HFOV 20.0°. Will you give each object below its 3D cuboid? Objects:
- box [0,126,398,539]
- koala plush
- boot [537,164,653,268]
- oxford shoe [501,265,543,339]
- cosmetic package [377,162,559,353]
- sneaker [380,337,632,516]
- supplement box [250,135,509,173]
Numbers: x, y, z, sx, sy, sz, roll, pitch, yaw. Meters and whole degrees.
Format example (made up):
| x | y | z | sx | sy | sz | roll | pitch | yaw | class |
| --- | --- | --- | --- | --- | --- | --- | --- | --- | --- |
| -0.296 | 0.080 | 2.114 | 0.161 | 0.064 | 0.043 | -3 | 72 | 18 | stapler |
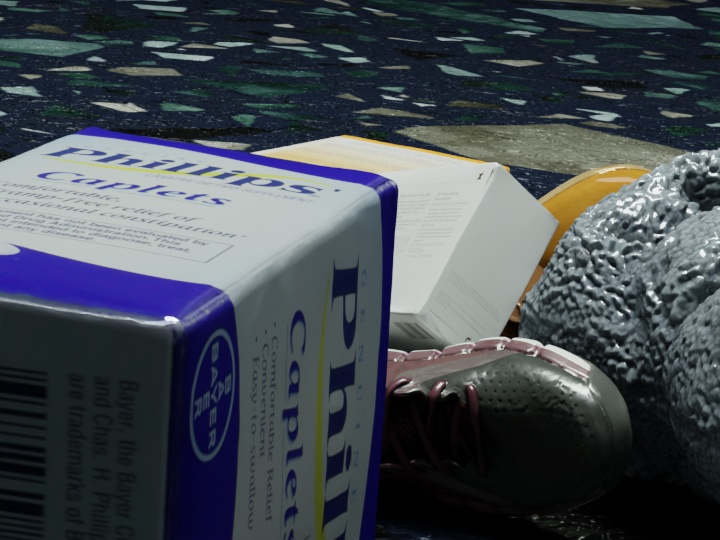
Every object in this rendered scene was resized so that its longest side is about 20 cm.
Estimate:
| x | y | z | sx | sy | sz | roll | pitch | yaw | class |
| --- | --- | --- | --- | --- | --- | --- | --- | --- | --- |
| -0.065 | 0.070 | 0.553 | 0.104 | 0.185 | 0.200 | 7 | 14 | 13 | box |
| 0.164 | 0.042 | 0.820 | 0.183 | 0.179 | 0.200 | -7 | 15 | -2 | koala plush |
| 0.185 | 0.000 | 1.179 | 0.200 | 0.071 | 0.144 | -19 | 40 | 1 | boot |
| 0.065 | 0.022 | 1.049 | 0.071 | 0.072 | 0.200 | 17 | 16 | 15 | oxford shoe |
| 0.000 | 0.000 | 0.964 | 0.051 | 0.083 | 0.200 | 38 | -21 | -29 | cosmetic package |
| 0.003 | 0.073 | 0.830 | 0.199 | 0.076 | 0.115 | 3 | 14 | 39 | sneaker |
| -0.014 | -0.025 | 1.190 | 0.125 | 0.074 | 0.200 | 14 | 16 | 30 | supplement box |
